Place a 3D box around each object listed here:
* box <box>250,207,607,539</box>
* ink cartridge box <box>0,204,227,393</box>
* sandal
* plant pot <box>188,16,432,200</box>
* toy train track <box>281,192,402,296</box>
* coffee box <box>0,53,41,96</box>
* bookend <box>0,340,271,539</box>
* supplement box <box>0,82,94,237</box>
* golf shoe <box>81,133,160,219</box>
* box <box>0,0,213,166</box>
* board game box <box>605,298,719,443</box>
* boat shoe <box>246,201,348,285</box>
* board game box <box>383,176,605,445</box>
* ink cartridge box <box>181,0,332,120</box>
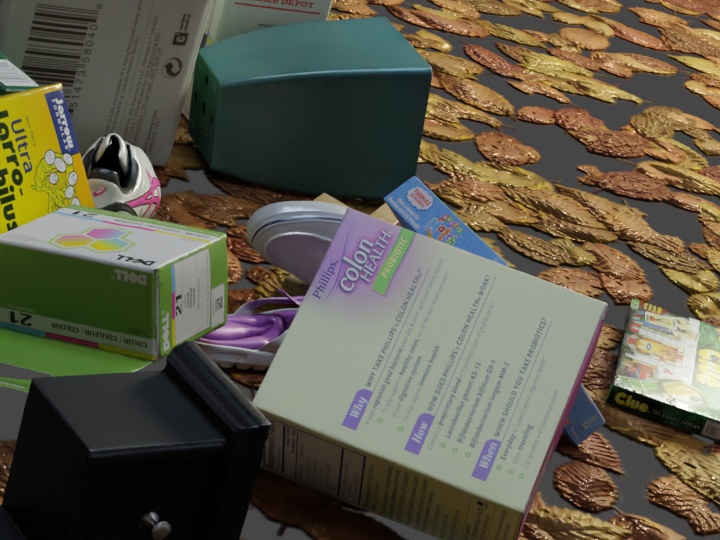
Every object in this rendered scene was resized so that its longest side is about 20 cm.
[{"bbox_3d":[0.046,0.080,1.383,0.200,0.097,0.176,21,61,8],"label":"box"},{"bbox_3d":[-0.208,0.021,1.431,0.148,0.076,0.200,11,19,25],"label":"ink cartridge box"},{"bbox_3d":[-0.066,0.042,1.552,0.203,0.050,0.082,-4,31,-40],"label":"sandal"},{"bbox_3d":[-0.057,-0.157,1.899,0.200,0.141,0.141,-1,28,-20],"label":"plant pot"},{"bbox_3d":[-0.014,-0.011,1.737,0.115,0.033,0.200,31,32,14],"label":"toy train track"},{"bbox_3d":[-0.344,-0.141,1.685,0.044,0.123,0.200,-7,31,-41],"label":"coffee box"},{"bbox_3d":[-0.173,0.149,1.055,0.199,0.200,0.092,-1,29,-37],"label":"bookend"},{"bbox_3d":[-0.313,-0.067,1.506,0.109,0.109,0.200,-9,11,30],"label":"supplement box"},{"bbox_3d":[-0.204,-0.076,1.673,0.073,0.092,0.200,13,22,-5],"label":"golf shoe"},{"bbox_3d":[-0.270,-0.221,1.813,0.200,0.199,0.171,2,27,-35],"label":"box"},{"bbox_3d":[0.275,0.085,1.725,0.105,0.023,0.200,21,24,4],"label":"board game box"},{"bbox_3d":[0.000,0.000,1.636,0.200,0.074,0.067,15,43,-26],"label":"boat shoe"},{"bbox_3d":[0.106,0.032,1.553,0.151,0.037,0.200,47,-7,49],"label":"board game box"},{"bbox_3d":[-0.103,-0.240,1.965,0.117,0.200,0.067,4,26,-28],"label":"ink cartridge box"}]
